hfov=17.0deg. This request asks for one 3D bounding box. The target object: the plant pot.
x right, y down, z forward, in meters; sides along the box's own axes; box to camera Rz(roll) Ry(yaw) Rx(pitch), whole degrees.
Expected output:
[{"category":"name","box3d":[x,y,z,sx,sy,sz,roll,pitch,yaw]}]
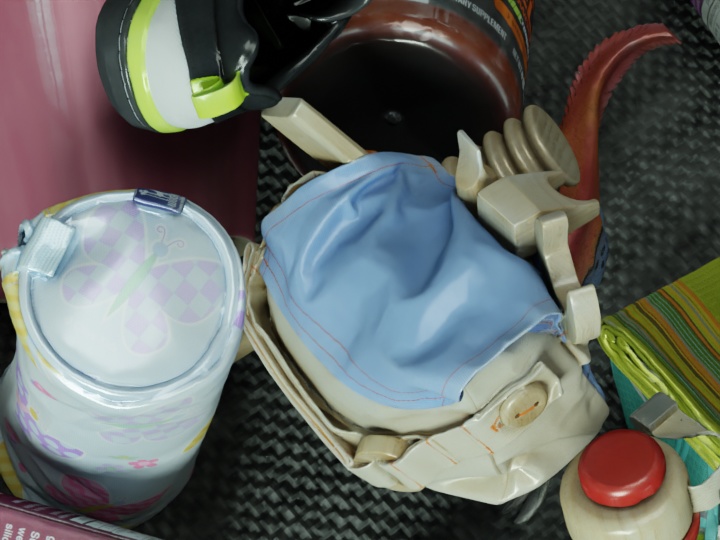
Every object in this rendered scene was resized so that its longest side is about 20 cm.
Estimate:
[{"category":"plant pot","box3d":[-0.120,-0.087,0.999,0.198,0.200,0.180,-9,82,-13]}]

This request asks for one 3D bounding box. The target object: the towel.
[{"category":"towel","box3d":[0.175,0.026,1.019,0.086,0.018,0.200,48,35,12]}]

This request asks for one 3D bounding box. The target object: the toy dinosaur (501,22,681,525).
[{"category":"toy dinosaur","box3d":[0.059,-0.001,0.994,0.104,0.201,0.182,19,20,-7]}]

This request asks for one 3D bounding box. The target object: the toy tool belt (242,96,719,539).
[{"category":"toy tool belt","box3d":[0.037,0.018,0.864,0.125,0.123,0.200,-37,47,-18]}]

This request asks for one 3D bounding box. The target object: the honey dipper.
[{"category":"honey dipper","box3d":[0.000,0.000,0.993,0.199,0.038,0.038,-33,68,20]}]

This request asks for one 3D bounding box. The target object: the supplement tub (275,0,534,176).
[{"category":"supplement tub","box3d":[0.025,-0.124,1.057,0.106,0.107,0.201,12,43,-3]}]

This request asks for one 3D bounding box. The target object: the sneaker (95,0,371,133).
[{"category":"sneaker","box3d":[-0.021,-0.112,0.918,0.082,0.072,0.200,3,41,31]}]

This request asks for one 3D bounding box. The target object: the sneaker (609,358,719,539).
[{"category":"sneaker","box3d":[0.126,0.112,0.998,0.079,0.078,0.201,-7,66,-2]}]

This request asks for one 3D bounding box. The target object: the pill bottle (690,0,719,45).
[{"category":"pill bottle","box3d":[0.211,-0.136,1.106,0.112,0.112,0.201,-24,71,-19]}]

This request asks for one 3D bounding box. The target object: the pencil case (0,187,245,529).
[{"category":"pencil case","box3d":[-0.098,0.040,0.926,0.090,0.200,0.084,12,68,-5]}]

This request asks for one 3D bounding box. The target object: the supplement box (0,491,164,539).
[{"category":"supplement box","box3d":[-0.155,0.138,0.915,0.199,0.086,0.111,16,85,-1]}]
